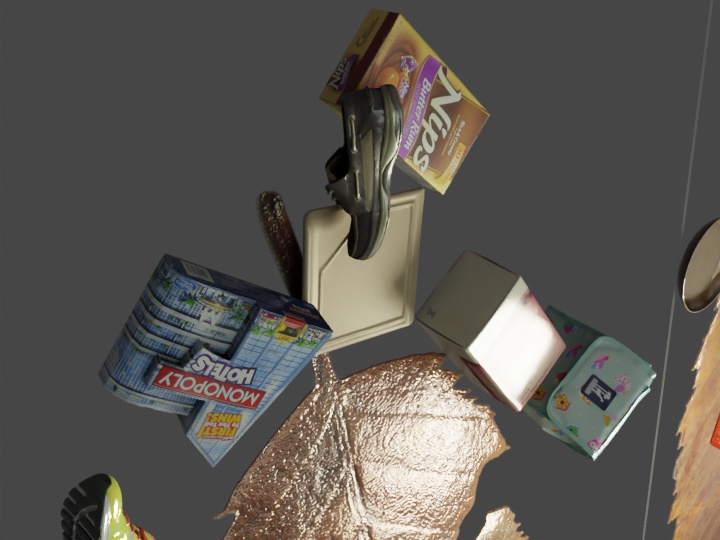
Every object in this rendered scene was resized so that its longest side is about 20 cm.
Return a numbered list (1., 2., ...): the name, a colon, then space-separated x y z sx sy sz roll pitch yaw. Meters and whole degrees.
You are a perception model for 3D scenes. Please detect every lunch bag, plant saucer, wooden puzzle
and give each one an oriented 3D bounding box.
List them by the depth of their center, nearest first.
1. wooden puzzle: 0.000 0.000 0.940 0.198 0.037 0.189 -17 121 -39
2. lunch bag: 0.333 0.177 1.193 0.171 0.199 0.122 -49 134 -9
3. plant saucer: 0.686 -0.016 1.519 0.198 0.032 0.204 -18 122 -32

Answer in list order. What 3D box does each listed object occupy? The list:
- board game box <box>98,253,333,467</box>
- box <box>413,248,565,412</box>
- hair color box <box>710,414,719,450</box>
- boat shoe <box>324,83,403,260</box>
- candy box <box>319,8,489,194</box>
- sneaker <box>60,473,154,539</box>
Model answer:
1. board game box: -0.161 0.107 0.812 0.198 0.062 0.202 21 107 -40
2. box: 0.188 0.088 1.088 0.129 0.108 0.200 -51 134 -8
3. hair color box: 0.945 0.347 1.897 0.100 0.061 0.204 -8 115 -37
4. boat shoe: -0.004 -0.104 0.818 0.072 0.075 0.203 2 123 -10
5. candy box: 0.057 -0.188 0.879 0.199 0.056 0.118 32 88 -46
6. sneaker: -0.266 0.296 0.832 0.089 0.078 0.203 -19 128 -42
